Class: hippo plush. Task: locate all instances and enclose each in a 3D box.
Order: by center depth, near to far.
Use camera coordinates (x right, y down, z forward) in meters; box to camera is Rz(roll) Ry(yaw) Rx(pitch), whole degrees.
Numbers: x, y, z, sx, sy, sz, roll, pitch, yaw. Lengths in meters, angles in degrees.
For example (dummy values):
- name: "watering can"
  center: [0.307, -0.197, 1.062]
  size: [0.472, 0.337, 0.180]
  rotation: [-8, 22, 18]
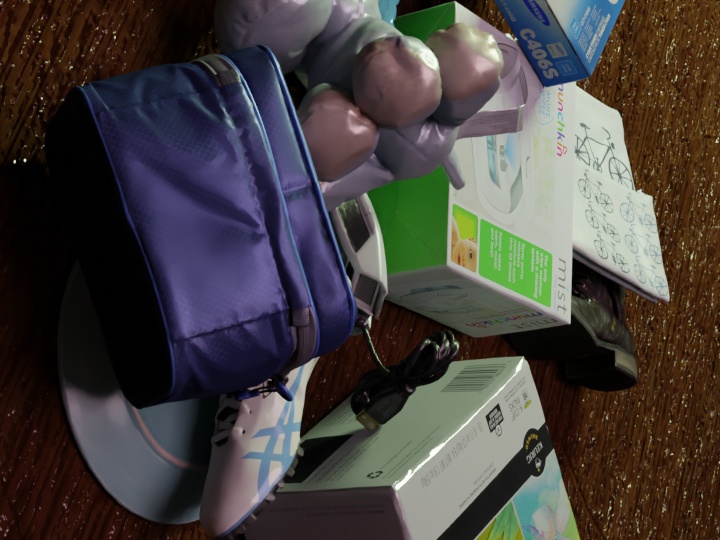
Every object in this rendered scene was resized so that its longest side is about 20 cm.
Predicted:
- name: "hippo plush"
  center: [0.001, -0.142, 1.117]
  size: [0.199, 0.159, 0.162]
  rotation: [-16, 69, -43]

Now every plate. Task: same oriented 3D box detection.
- name: "plate"
  center: [-0.109, 0.055, 1.107]
  size: [0.200, 0.025, 0.202]
  rotation: [12, 75, -54]

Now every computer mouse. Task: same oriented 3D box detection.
- name: "computer mouse"
  center: [0.000, 0.000, 1.174]
  size: [0.044, 0.110, 0.201]
  rotation: [-8, 63, -31]

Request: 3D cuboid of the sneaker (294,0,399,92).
- name: "sneaker"
  center: [-0.011, -0.215, 1.262]
  size: [0.087, 0.075, 0.201]
  rotation: [39, 53, -38]

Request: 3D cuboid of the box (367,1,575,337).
- name: "box"
  center: [0.077, -0.069, 1.339]
  size: [0.176, 0.096, 0.202]
  rotation: [24, 64, -49]

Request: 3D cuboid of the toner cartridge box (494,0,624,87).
- name: "toner cartridge box"
  center: [0.169, -0.244, 1.381]
  size: [0.095, 0.043, 0.201]
  rotation: [53, 47, -31]

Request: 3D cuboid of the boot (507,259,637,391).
- name: "boot"
  center: [0.181, -0.005, 1.515]
  size: [0.200, 0.069, 0.176]
  rotation: [38, 49, -51]

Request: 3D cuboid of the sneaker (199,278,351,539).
- name: "sneaker"
  center: [-0.064, 0.071, 1.097]
  size: [0.072, 0.072, 0.201]
  rotation: [32, 58, -22]

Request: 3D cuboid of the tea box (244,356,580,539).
- name: "tea box"
  center: [0.043, 0.191, 1.206]
  size: [0.200, 0.133, 0.198]
  rotation: [-38, 115, -52]

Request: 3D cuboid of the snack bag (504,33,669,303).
- name: "snack bag"
  center: [0.189, -0.085, 1.506]
  size: [0.188, 0.021, 0.201]
  rotation: [26, 48, -43]

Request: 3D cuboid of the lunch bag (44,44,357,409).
- name: "lunch bag"
  center: [-0.081, -0.019, 1.007]
  size: [0.131, 0.136, 0.202]
  rotation: [-18, 88, -23]
